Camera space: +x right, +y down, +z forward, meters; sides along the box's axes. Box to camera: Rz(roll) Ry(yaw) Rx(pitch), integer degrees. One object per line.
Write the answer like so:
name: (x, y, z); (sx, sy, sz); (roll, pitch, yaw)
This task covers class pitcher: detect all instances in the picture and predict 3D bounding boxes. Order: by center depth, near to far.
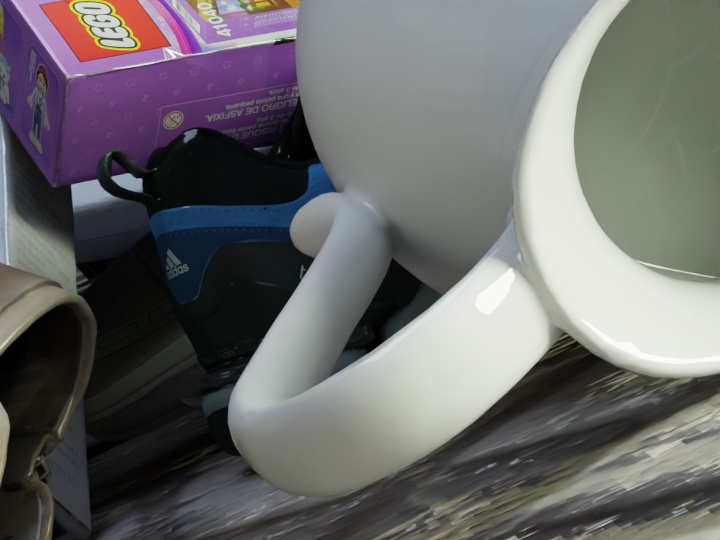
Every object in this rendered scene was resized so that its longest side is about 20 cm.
pitcher: (0.034, -0.028, 0.548); (0.171, 0.121, 0.200); (-32, 17, -5)

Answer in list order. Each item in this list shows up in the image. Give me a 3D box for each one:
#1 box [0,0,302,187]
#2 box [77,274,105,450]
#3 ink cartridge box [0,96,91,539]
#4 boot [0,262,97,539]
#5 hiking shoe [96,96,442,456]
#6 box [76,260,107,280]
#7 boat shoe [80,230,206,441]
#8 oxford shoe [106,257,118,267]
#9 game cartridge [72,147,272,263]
box: (-0.067, -0.108, 0.759); (0.137, 0.200, 0.039); (-12, -46, -28)
box: (-0.132, 0.048, 0.918); (0.200, 0.048, 0.158); (-26, 5, -25)
ink cartridge box: (-0.172, 0.021, 0.722); (0.197, 0.047, 0.200); (-23, 47, 14)
boot: (-0.143, 0.065, 0.554); (0.146, 0.070, 0.200); (3, 53, 16)
hiking shoe: (0.028, -0.027, 0.690); (0.074, 0.087, 0.200); (-19, 6, 46)
box: (-0.035, -0.075, 1.098); (0.200, 0.115, 0.132); (-24, -35, 8)
boat shoe: (0.000, -0.001, 0.775); (0.202, 0.065, 0.074); (-31, 25, -18)
oxford shoe: (-0.004, -0.020, 1.018); (0.200, 0.071, 0.071); (-14, -7, 22)
game cartridge: (-0.075, -0.071, 1.003); (0.200, 0.040, 0.133); (-15, 47, 16)
